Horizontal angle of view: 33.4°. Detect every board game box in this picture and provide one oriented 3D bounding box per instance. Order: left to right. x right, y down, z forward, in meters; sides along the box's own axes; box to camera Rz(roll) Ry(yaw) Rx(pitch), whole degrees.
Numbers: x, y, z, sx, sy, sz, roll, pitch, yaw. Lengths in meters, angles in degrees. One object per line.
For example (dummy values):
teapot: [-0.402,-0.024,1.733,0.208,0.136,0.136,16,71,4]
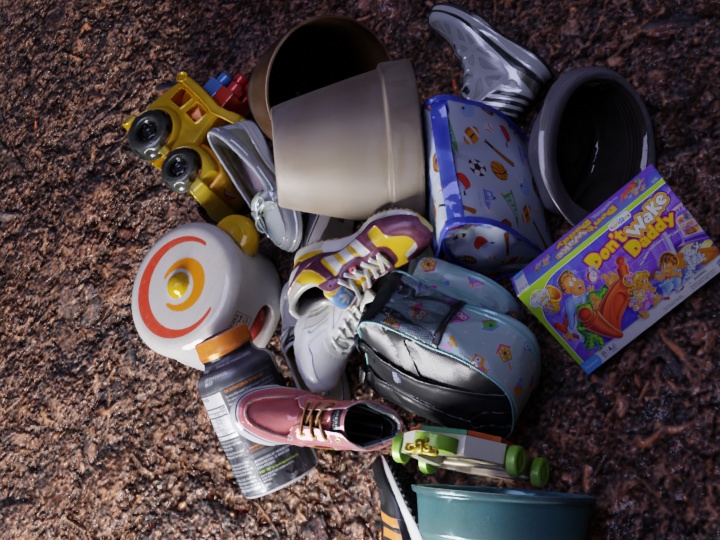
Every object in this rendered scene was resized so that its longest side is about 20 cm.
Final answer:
board game box: [0.284,0.001,1.321,0.199,0.134,0.045,-40,21,14]

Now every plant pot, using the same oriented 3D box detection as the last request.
plant pot: [-0.076,-0.234,1.593,0.199,0.185,0.190,12,79,63]
plant pot: [-0.018,-0.143,1.426,0.170,0.201,0.203,-4,68,-3]
plant pot: [0.148,0.332,1.268,0.197,0.199,0.200,-2,80,30]

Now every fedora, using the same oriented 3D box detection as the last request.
fedora: [0.254,-0.132,1.389,0.090,0.174,0.204,-9,75,60]

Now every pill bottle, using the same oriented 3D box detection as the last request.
pill bottle: [-0.136,0.170,1.492,0.105,0.106,0.203,-22,92,23]

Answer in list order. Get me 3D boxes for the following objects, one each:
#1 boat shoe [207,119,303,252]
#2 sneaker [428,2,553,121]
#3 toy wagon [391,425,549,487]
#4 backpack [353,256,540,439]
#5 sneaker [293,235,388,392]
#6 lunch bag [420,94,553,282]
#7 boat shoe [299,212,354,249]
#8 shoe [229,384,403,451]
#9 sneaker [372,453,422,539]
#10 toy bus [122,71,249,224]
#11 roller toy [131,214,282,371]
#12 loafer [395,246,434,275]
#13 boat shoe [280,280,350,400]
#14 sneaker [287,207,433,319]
boat shoe: [-0.136,-0.109,1.578,0.204,0.064,0.075,64,146,20]
sneaker: [0.138,-0.257,1.533,0.200,0.075,0.116,39,93,32]
toy wagon: [0.112,0.200,1.318,0.153,0.199,0.040,1,72,31]
backpack: [0.111,0.094,1.371,0.198,0.177,0.154,28,60,23]
sneaker: [-0.015,0.051,1.456,0.099,0.077,0.203,2,71,51]
lunch bag: [0.135,-0.094,1.404,0.122,0.199,0.173,-18,66,24]
boat shoe: [-0.062,-0.061,1.599,0.092,0.075,0.203,2,67,38]
shoe: [-0.050,0.174,1.421,0.091,0.197,0.073,155,124,-64]
sneaker: [0.041,0.315,1.401,0.089,0.070,0.202,-33,61,14]
toy bus: [-0.207,-0.187,1.697,0.192,0.136,0.200,-45,58,-2]
roller toy: [-0.207,0.035,1.607,0.197,0.139,0.185,-18,65,24]
loafer: [0.044,-0.065,1.528,0.069,0.070,0.202,-32,60,18]
boat shoe: [-0.070,0.094,1.545,0.070,0.070,0.203,-26,62,22]
sneaker: [0.000,0.000,1.384,0.198,0.075,0.091,-23,41,35]
